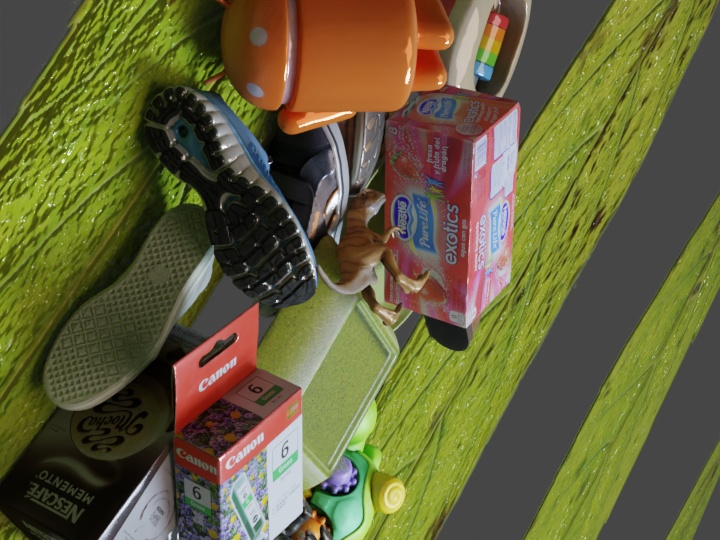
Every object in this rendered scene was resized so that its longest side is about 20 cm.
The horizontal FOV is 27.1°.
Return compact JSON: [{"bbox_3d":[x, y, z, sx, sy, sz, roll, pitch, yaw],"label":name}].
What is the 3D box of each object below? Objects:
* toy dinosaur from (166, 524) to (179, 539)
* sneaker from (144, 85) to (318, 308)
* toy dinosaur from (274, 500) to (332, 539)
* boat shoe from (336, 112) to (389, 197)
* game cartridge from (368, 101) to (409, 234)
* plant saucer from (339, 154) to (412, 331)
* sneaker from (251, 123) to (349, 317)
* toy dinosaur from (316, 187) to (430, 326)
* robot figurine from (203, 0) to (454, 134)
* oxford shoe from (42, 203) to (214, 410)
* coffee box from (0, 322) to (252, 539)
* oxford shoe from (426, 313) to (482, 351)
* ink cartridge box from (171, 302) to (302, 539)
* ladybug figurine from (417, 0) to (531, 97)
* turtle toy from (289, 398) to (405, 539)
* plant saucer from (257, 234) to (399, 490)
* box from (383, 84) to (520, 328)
[{"bbox_3d":[-0.164,0.213,1.262,0.200,0.077,0.103,-44,142,-15],"label":"toy dinosaur"},{"bbox_3d":[-0.087,-0.066,1.199,0.201,0.078,0.090,60,26,-2],"label":"sneaker"},{"bbox_3d":[-0.072,0.277,1.381,0.102,0.077,0.200,-30,139,7],"label":"toy dinosaur"},{"bbox_3d":[-0.015,-0.166,1.339,0.076,0.071,0.202,-45,141,-64],"label":"boat shoe"},{"bbox_3d":[0.014,-0.044,1.498,0.201,0.032,0.177,-57,148,-20],"label":"game cartridge"},{"bbox_3d":[0.023,-0.030,1.464,0.200,0.031,0.201,-37,137,-44],"label":"plant saucer"},{"bbox_3d":[-0.061,-0.048,1.327,0.079,0.078,0.201,-23,122,-44],"label":"sneaker"},{"bbox_3d":[0.000,0.000,1.278,0.060,0.106,0.200,-45,-166,24],"label":"toy dinosaur"},{"bbox_3d":[-0.027,-0.185,1.214,0.144,0.198,0.118,134,-46,-72],"label":"robot figurine"},{"bbox_3d":[-0.179,0.034,1.198,0.200,0.075,0.058,-55,172,-23],"label":"oxford shoe"},{"bbox_3d":[-0.184,0.142,1.204,0.200,0.112,0.080,-55,147,-25],"label":"coffee box"},{"bbox_3d":[0.108,0.002,1.650,0.071,0.071,0.201,-56,159,-32],"label":"oxford shoe"},{"bbox_3d":[-0.095,0.138,1.183,0.109,0.050,0.201,-38,141,-44],"label":"ink cartridge box"},{"bbox_3d":[0.109,-0.230,1.501,0.136,0.072,0.201,22,88,-61],"label":"ladybug figurine"},{"bbox_3d":[-0.037,0.208,1.483,0.101,0.145,0.201,37,73,-38],"label":"turtle toy"},{"bbox_3d":[-0.033,0.098,1.358,0.201,0.048,0.200,-60,153,-15],"label":"plant saucer"},{"bbox_3d":[0.086,-0.063,1.420,0.103,0.094,0.201,-41,140,-46],"label":"box"}]
